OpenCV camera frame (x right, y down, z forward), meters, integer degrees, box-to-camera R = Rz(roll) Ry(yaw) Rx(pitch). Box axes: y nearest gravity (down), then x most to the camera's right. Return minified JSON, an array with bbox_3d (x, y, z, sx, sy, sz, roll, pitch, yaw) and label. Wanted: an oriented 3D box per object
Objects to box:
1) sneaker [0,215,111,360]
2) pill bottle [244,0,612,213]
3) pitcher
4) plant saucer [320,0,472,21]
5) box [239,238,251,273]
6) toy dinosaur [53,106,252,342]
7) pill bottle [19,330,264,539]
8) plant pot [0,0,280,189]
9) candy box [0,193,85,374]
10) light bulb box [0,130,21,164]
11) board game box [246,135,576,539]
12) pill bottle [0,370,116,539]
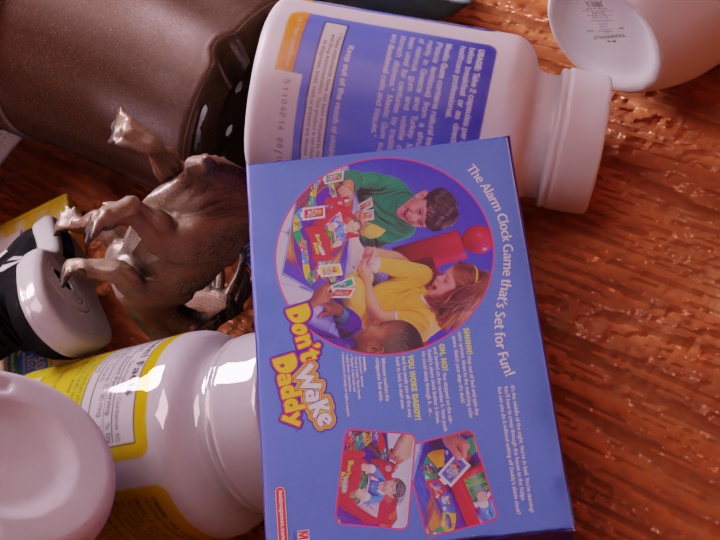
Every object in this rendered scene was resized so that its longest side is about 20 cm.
[{"bbox_3d":[-0.224,0.037,0.734,0.112,0.073,0.200,-37,19,-1],"label":"sneaker"},{"bbox_3d":[0.041,-0.090,0.682,0.200,0.112,0.112,11,60,5],"label":"pill bottle"},{"bbox_3d":[0.191,-0.202,0.722,0.200,0.121,0.171,-46,27,-21],"label":"pitcher"},{"bbox_3d":[-0.019,-0.216,0.809,0.200,0.200,0.036,47,119,42],"label":"plant saucer"},{"bbox_3d":[0.000,0.000,0.723,0.121,0.032,0.200,-35,50,1],"label":"box"},{"bbox_3d":[-0.099,-0.016,0.680,0.200,0.135,0.086,-49,33,42],"label":"toy dinosaur"},{"bbox_3d":[-0.113,0.097,0.648,0.200,0.114,0.114,-14,52,27],"label":"pill bottle"},{"bbox_3d":[-0.145,-0.148,0.771,0.198,0.200,0.200,28,72,20],"label":"plant pot"},{"bbox_3d":[-0.243,0.039,0.833,0.102,0.026,0.200,-23,49,7],"label":"candy box"},{"bbox_3d":[-0.341,-0.143,0.915,0.200,0.125,0.198,-55,29,-15],"label":"light bulb box"},{"bbox_3d":[0.019,0.038,0.553,0.134,0.045,0.200,-6,64,2],"label":"board game box"},{"bbox_3d":[-0.205,0.153,0.579,0.200,0.112,0.112,-57,38,34],"label":"pill bottle"}]
